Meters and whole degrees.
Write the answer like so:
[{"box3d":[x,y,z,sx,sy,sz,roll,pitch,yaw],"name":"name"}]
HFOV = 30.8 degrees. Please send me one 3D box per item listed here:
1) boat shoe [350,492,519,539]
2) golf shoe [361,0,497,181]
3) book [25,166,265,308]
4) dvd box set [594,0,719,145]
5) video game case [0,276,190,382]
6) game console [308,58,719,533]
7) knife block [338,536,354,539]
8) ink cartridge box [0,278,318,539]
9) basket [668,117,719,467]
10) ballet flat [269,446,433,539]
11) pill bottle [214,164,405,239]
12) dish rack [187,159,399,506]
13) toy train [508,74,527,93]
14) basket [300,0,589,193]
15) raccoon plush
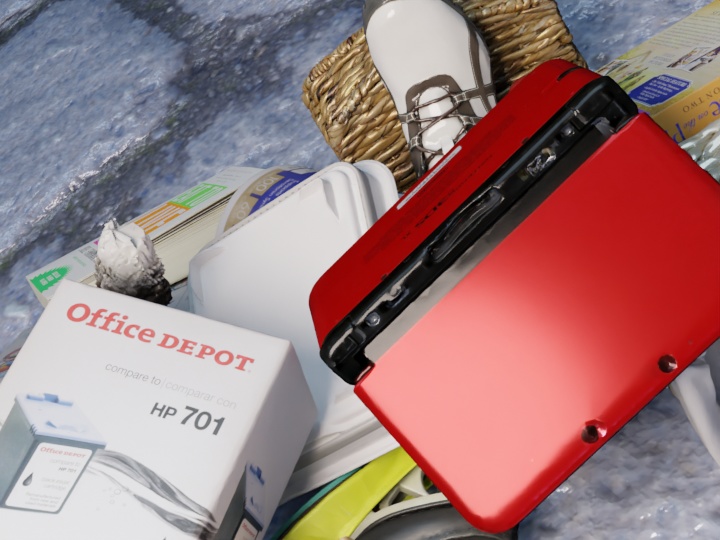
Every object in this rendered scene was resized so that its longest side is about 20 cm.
[{"box3d":[0.001,0.186,0.735,0.201,0.074,0.063,-26,34,14],"name":"boat shoe"},{"box3d":[0.063,-0.101,0.891,0.078,0.200,0.095,-21,34,19],"name":"golf shoe"},{"box3d":[-0.170,-0.021,1.073,0.200,0.048,0.134,-30,19,-15],"name":"book"},{"box3d":[0.193,-0.114,0.784,0.200,0.029,0.146,-31,18,-2],"name":"dvd box set"},{"box3d":[-0.195,0.047,1.006,0.200,0.024,0.182,-22,13,8],"name":"video game case"},{"box3d":[0.085,0.004,0.683,0.200,0.119,0.172,-44,15,6],"name":"game console"},{"box3d":[-0.079,0.227,0.680,0.175,0.200,0.064,-1,41,-4],"name":"knife block"},{"box3d":[-0.129,0.119,0.678,0.146,0.086,0.200,13,61,19],"name":"ink cartridge box"},{"box3d":[0.232,-0.012,0.707,0.200,0.136,0.123,-35,45,2],"name":"basket"},{"box3d":[0.023,0.134,0.792,0.200,0.067,0.067,-44,66,-12],"name":"ballet flat"},{"box3d":[0.000,0.000,0.902,0.200,0.120,0.120,18,62,48],"name":"pill bottle"},{"box3d":[-0.043,0.034,0.808,0.172,0.044,0.200,-30,54,27],"name":"dish rack"},{"box3d":[0.166,-0.057,0.876,0.116,0.085,0.200,-10,42,11],"name":"toy train"},{"box3d":[0.055,-0.158,1.010,0.200,0.143,0.149,-31,38,7],"name":"basket"},{"box3d":[-0.186,0.067,0.817,0.097,0.200,0.134,24,54,27],"name":"raccoon plush"}]
